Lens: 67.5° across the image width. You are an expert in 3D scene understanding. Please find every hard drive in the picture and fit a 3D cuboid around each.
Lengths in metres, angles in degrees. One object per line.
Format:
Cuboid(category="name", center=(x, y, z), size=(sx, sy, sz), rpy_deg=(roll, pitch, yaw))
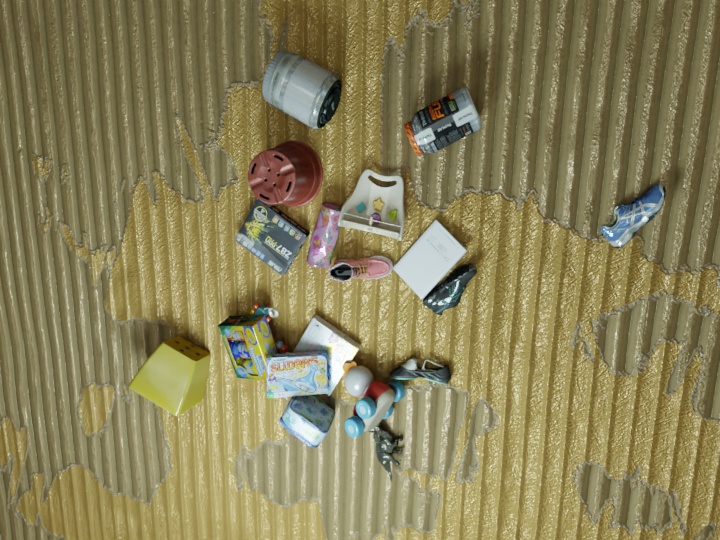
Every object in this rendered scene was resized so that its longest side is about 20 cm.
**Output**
Cuboid(category="hard drive", center=(0.209, -0.033, 1.628), size=(0.132, 0.026, 0.201), rpy_deg=(45, 108, 12))

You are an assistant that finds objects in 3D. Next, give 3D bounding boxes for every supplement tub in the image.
Cuboid(category="supplement tub", center=(0.228, -0.410, 1.502), size=(0.197, 0.123, 0.125), rpy_deg=(-25, 96, 16))

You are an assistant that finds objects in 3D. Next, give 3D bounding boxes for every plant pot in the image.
Cuboid(category="plant pot", center=(-0.624, 0.341, 1.831), size=(0.197, 0.200, 0.179), rpy_deg=(27, 96, 5))
Cuboid(category="plant pot", center=(-0.231, -0.281, 1.596), size=(0.195, 0.195, 0.206), rpy_deg=(3, 103, 12))

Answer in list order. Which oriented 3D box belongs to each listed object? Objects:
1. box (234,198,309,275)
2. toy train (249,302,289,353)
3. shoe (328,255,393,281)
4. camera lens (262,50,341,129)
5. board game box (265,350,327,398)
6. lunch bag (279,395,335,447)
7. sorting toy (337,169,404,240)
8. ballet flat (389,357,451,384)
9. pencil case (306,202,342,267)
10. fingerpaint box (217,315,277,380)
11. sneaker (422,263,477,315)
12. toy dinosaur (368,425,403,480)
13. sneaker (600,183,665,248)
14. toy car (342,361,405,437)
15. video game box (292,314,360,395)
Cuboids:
Cuboid(category="box", center=(-0.282, -0.109, 1.722), size=(0.198, 0.049, 0.163), rpy_deg=(36, 110, 3))
Cuboid(category="toy train", center=(-0.291, 0.194, 1.772), size=(0.147, 0.056, 0.205), rpy_deg=(10, 119, 27))
Cuboid(category="shoe", center=(0.000, 0.000, 1.659), size=(0.195, 0.091, 0.073), rpy_deg=(-1, 102, 13))
Cuboid(category="camera lens", center=(-0.162, -0.517, 1.547), size=(0.197, 0.160, 0.163), rpy_deg=(29, 107, 5))
Cuboid(category="board game box", center=(-0.202, 0.330, 1.720), size=(0.195, 0.034, 0.139), rpy_deg=(-3, 104, -13))
Cuboid(category="lunch bag", center=(-0.170, 0.473, 1.744), size=(0.159, 0.200, 0.083), rpy_deg=(36, 100, 1))
Cuboid(category="sorting toy", center=(0.052, -0.201, 1.606), size=(0.195, 0.107, 0.185), rpy_deg=(14, 98, 10))
Cuboid(category="ballet flat", center=(0.189, 0.313, 1.703), size=(0.194, 0.068, 0.070), rpy_deg=(5, 94, 2))
Cuboid(category="pencil case", center=(-0.107, -0.106, 1.668), size=(0.085, 0.087, 0.205), rpy_deg=(19, 106, 8))
Cuboid(category="fingerpaint box", center=(-0.360, 0.254, 1.763), size=(0.163, 0.073, 0.205), rpy_deg=(-2, 113, 33))
Cuboid(category="sneaker", center=(0.281, 0.057, 1.627), size=(0.079, 0.076, 0.199), rpy_deg=(45, 117, -10))
Cuboid(category="toy dinosaur", center=(0.087, 0.591, 1.789), size=(0.100, 0.077, 0.205), rpy_deg=(0, 107, 25))
Cuboid(category="sneaker", center=(0.742, -0.157, 1.464), size=(0.076, 0.076, 0.201), rpy_deg=(37, 106, -2))
Cuboid(category="toy car", center=(0.004, 0.384, 1.709), size=(0.200, 0.182, 0.179), rpy_deg=(46, 127, 25))
Cuboid(category="video game box", center=(-0.123, 0.278, 1.771), size=(0.180, 0.047, 0.202), rpy_deg=(34, 107, 5))
